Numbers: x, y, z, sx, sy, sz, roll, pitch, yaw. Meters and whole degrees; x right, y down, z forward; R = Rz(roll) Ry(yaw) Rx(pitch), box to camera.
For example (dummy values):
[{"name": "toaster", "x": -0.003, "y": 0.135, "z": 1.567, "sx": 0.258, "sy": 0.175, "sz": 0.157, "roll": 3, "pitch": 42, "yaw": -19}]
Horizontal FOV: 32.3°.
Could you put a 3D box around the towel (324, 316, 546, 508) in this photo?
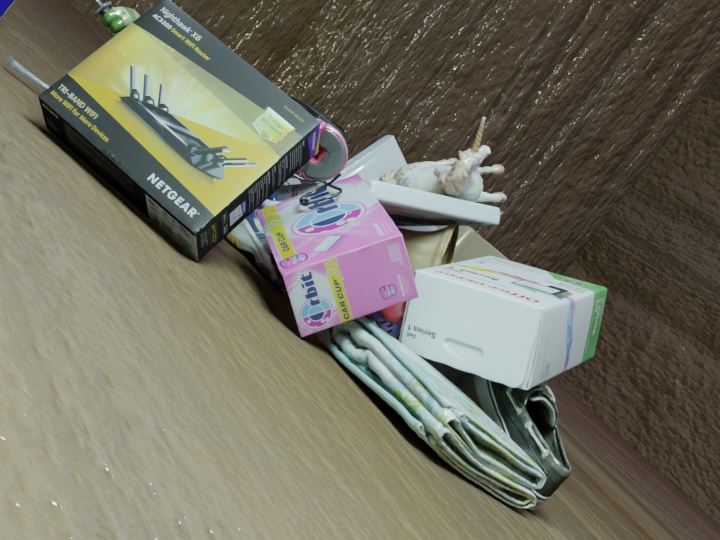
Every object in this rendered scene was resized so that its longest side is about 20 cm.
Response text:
[{"name": "towel", "x": 0.067, "y": 0.125, "z": 1.131, "sx": 0.171, "sy": 0.048, "sz": 0.200, "roll": 39, "pitch": 3, "yaw": -39}]

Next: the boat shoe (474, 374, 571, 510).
[{"name": "boat shoe", "x": 0.165, "y": 0.145, "z": 1.222, "sx": 0.070, "sy": 0.064, "sz": 0.201, "roll": 33, "pitch": 25, "yaw": -28}]

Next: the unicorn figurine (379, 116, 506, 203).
[{"name": "unicorn figurine", "x": 0.104, "y": -0.105, "z": 1.399, "sx": 0.137, "sy": 0.199, "sz": 0.075, "roll": -4, "pitch": 81, "yaw": -51}]

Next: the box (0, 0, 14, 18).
[{"name": "box", "x": -0.514, "y": -0.416, "z": 1.490, "sx": 0.200, "sy": 0.105, "sz": 0.184, "roll": 33, "pitch": 7, "yaw": -48}]

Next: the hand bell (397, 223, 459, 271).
[{"name": "hand bell", "x": 0.003, "y": -0.032, "z": 1.416, "sx": 0.198, "sy": 0.105, "sz": 0.104, "roll": 18, "pitch": 1, "yaw": 10}]

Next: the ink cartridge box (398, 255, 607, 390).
[{"name": "ink cartridge box", "x": 0.149, "y": 0.048, "z": 1.268, "sx": 0.144, "sy": 0.085, "sz": 0.199, "roll": 17, "pitch": 13, "yaw": 26}]

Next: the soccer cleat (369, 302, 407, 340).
[{"name": "soccer cleat", "x": 0.000, "y": 0.000, "z": 1.317, "sx": 0.066, "sy": 0.077, "sz": 0.200, "roll": 10, "pitch": 24, "yaw": -36}]

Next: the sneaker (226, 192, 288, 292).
[{"name": "sneaker", "x": -0.071, "y": -0.030, "z": 1.309, "sx": 0.200, "sy": 0.088, "sz": 0.075, "roll": 42, "pitch": 3, "yaw": 22}]

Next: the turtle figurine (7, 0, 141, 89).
[{"name": "turtle figurine", "x": -0.251, "y": -0.187, "z": 1.229, "sx": 0.199, "sy": 0.144, "sz": 0.195, "roll": 24, "pitch": 30, "yaw": -51}]

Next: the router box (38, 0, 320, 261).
[{"name": "router box", "x": -0.159, "y": -0.129, "z": 1.101, "sx": 0.200, "sy": 0.157, "sz": 0.052, "roll": 39, "pitch": -24, "yaw": 15}]

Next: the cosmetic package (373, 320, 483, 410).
[{"name": "cosmetic package", "x": 0.099, "y": 0.107, "z": 1.408, "sx": 0.101, "sy": 0.074, "sz": 0.200, "roll": 34, "pitch": 7, "yaw": -37}]

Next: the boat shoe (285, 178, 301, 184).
[{"name": "boat shoe", "x": -0.093, "y": -0.058, "z": 1.580, "sx": 0.065, "sy": 0.073, "sz": 0.201, "roll": 1, "pitch": 37, "yaw": -20}]

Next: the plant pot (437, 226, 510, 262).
[{"name": "plant pot", "x": 0.111, "y": 0.022, "z": 1.712, "sx": 0.199, "sy": 0.178, "sz": 0.200, "roll": 35, "pitch": 5, "yaw": -29}]

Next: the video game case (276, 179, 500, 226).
[{"name": "video game case", "x": 0.025, "y": -0.073, "z": 1.392, "sx": 0.199, "sy": 0.023, "sz": 0.181, "roll": 8, "pitch": -5, "yaw": -41}]

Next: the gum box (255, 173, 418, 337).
[{"name": "gum box", "x": -0.028, "y": -0.021, "z": 1.182, "sx": 0.200, "sy": 0.112, "sz": 0.067, "roll": -120, "pitch": -168, "yaw": -66}]

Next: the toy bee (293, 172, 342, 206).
[{"name": "toy bee", "x": -0.112, "y": -0.122, "z": 1.250, "sx": 0.131, "sy": 0.198, "sz": 0.110, "roll": -53, "pitch": 129, "yaw": -63}]

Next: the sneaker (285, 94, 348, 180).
[{"name": "sneaker", "x": -0.098, "y": -0.168, "z": 1.352, "sx": 0.199, "sy": 0.079, "sz": 0.096, "roll": 31, "pitch": 25, "yaw": -1}]

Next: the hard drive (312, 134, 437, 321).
[{"name": "hard drive", "x": 0.028, "y": -0.047, "z": 1.539, "sx": 0.025, "sy": 0.131, "sz": 0.201, "roll": 20, "pitch": -39, "yaw": 61}]
